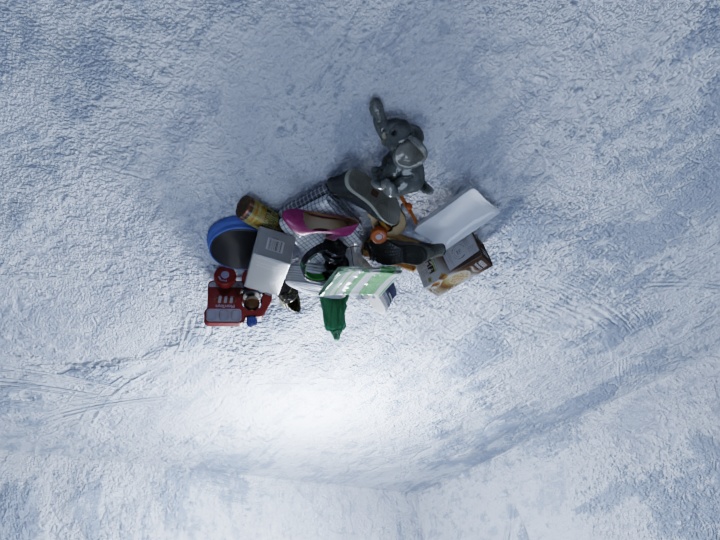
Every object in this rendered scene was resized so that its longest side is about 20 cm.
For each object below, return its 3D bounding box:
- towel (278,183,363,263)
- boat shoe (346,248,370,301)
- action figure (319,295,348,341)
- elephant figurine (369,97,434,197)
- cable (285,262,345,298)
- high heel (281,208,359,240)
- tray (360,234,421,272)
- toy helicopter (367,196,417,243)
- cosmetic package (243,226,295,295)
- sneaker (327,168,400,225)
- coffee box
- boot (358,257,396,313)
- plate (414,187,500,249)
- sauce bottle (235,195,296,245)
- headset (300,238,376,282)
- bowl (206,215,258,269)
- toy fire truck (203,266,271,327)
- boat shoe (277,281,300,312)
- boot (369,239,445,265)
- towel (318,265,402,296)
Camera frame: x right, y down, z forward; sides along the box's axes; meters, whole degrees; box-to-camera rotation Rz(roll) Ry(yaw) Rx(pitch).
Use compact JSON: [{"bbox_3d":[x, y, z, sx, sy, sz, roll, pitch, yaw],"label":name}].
[{"bbox_3d":[-0.100,-0.126,1.587,0.162,0.088,0.200,-25,140,21],"label":"towel"},{"bbox_3d":[0.000,0.000,1.743,0.067,0.072,0.205,-16,122,0],"label":"boat shoe"},{"bbox_3d":[-0.080,0.121,1.829,0.113,0.206,0.055,-3,147,-5],"label":"action figure"},{"bbox_3d":[0.096,-0.280,1.378,0.152,0.141,0.205,-20,138,-35],"label":"elephant figurine"},{"bbox_3d":[-0.126,0.028,1.731,0.195,0.072,0.198,16,170,-30],"label":"cable"},{"bbox_3d":[-0.095,-0.126,1.460,0.095,0.070,0.196,-27,155,37],"label":"high heel"},{"bbox_3d":[0.107,-0.060,1.757,0.195,0.038,0.099,16,138,-31],"label":"tray"},{"bbox_3d":[0.076,-0.171,1.566,0.127,0.080,0.204,-7,133,11],"label":"toy helicopter"},{"bbox_3d":[-0.243,-0.020,1.599,0.103,0.093,0.200,16,153,-12],"label":"cosmetic package"},{"bbox_3d":[0.012,-0.184,1.504,0.199,0.076,0.105,38,161,-32],"label":"sneaker"},{"bbox_3d":[0.278,-0.015,1.780,0.197,0.082,0.113,-31,152,21],"label":"coffee box"},{"bbox_3d":[0.045,0.026,1.847,0.071,0.091,0.204,1,128,39],"label":"boot"},{"bbox_3d":[0.261,-0.145,1.634,0.197,0.033,0.198,-34,150,23],"label":"plate"},{"bbox_3d":[-0.235,-0.126,1.578,0.065,0.068,0.197,-31,141,31],"label":"sauce bottle"},{"bbox_3d":[-0.060,-0.024,1.575,0.195,0.095,0.125,-23,145,-9],"label":"headset"},{"bbox_3d":[-0.325,-0.071,1.657,0.193,0.040,0.203,-5,145,-4],"label":"bowl"},{"bbox_3d":[-0.358,0.091,1.764,0.193,0.173,0.113,4,145,-15],"label":"toy fire truck"},{"bbox_3d":[-0.219,0.065,1.827,0.064,0.074,0.201,30,163,21],"label":"boat shoe"},{"bbox_3d":[0.129,-0.053,1.662,0.195,0.070,0.129,11,-166,35],"label":"boot"},{"bbox_3d":[0.000,0.032,1.624,0.194,0.024,0.153,-1,151,-29],"label":"towel"}]
